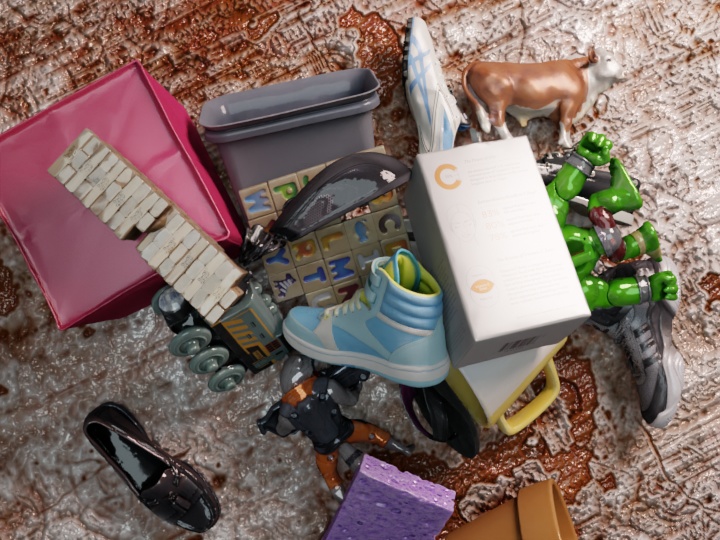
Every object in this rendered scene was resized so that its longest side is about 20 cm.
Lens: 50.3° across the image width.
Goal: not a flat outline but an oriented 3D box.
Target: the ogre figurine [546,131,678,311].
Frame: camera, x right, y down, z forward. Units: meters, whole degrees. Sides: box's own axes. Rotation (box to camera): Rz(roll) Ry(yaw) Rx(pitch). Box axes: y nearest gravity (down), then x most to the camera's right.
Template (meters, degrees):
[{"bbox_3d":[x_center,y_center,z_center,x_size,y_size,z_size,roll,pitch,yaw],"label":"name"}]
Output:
[{"bbox_3d":[0.258,-0.038,0.845,0.119,0.099,0.201,-27,119,9],"label":"ogre figurine"}]

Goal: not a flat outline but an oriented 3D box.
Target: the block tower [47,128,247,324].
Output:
[{"bbox_3d":[-0.188,-0.040,0.705,0.200,0.058,0.054,44,88,-3],"label":"block tower"}]

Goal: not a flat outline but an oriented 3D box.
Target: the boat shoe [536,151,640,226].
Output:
[{"bbox_3d":[0.238,-0.108,0.911,0.197,0.076,0.061,17,90,-14],"label":"boat shoe"}]

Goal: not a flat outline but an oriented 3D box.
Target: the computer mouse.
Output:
[{"bbox_3d":[-0.042,-0.072,0.773,0.198,0.138,0.053,-28,93,-9],"label":"computer mouse"}]

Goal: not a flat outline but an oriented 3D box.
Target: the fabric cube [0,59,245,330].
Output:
[{"bbox_3d":[-0.251,-0.071,0.829,0.194,0.199,0.202,-28,91,-3],"label":"fabric cube"}]

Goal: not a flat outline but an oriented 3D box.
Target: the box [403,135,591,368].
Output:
[{"bbox_3d":[0.132,-0.020,0.787,0.122,0.098,0.203,-11,70,-11],"label":"box"}]

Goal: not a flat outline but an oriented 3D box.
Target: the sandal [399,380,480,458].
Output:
[{"bbox_3d":[0.071,0.145,0.882,0.048,0.075,0.202,-42,111,-29],"label":"sandal"}]

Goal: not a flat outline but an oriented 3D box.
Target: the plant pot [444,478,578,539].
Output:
[{"bbox_3d":[0.178,0.351,0.854,0.138,0.200,0.203,-19,90,14],"label":"plant pot"}]

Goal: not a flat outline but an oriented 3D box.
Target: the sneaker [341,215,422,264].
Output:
[{"bbox_3d":[0.000,0.000,0.897,0.197,0.076,0.117,-5,88,-4],"label":"sneaker"}]

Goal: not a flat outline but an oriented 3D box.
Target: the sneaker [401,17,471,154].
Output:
[{"bbox_3d":[0.089,-0.197,0.903,0.071,0.072,0.203,-11,94,4],"label":"sneaker"}]

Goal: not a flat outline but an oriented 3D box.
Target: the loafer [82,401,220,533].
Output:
[{"bbox_3d":[-0.248,0.238,0.894,0.200,0.063,0.072,44,89,-1],"label":"loafer"}]

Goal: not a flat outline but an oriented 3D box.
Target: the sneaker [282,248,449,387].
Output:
[{"bbox_3d":[0.004,0.033,0.802,0.197,0.079,0.133,11,114,26],"label":"sneaker"}]

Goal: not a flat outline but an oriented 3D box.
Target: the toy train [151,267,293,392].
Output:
[{"bbox_3d":[-0.146,0.059,0.841,0.113,0.201,0.086,-30,59,-4],"label":"toy train"}]

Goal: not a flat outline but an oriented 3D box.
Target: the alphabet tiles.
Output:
[{"bbox_3d":[-0.026,-0.019,0.855,0.165,0.008,0.203,-17,109,2],"label":"alphabet tiles"}]

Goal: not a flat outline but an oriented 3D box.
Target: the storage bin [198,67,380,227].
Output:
[{"bbox_3d":[-0.070,-0.138,0.877,0.197,0.146,0.136,-12,117,-2],"label":"storage bin"}]

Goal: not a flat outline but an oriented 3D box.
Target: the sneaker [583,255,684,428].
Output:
[{"bbox_3d":[0.315,0.082,0.911,0.112,0.076,0.204,2,84,-1],"label":"sneaker"}]

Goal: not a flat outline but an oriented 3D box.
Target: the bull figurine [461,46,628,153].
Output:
[{"bbox_3d":[0.216,-0.201,0.910,0.196,0.065,0.124,-1,86,-1],"label":"bull figurine"}]

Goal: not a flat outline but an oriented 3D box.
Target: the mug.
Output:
[{"bbox_3d":[0.159,0.082,0.891,0.152,0.187,0.150,-37,58,-10],"label":"mug"}]

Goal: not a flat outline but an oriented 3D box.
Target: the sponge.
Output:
[{"bbox_3d":[0.019,0.301,0.866,0.110,0.030,0.202,21,124,-2],"label":"sponge"}]

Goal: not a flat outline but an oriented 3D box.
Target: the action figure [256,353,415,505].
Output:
[{"bbox_3d":[-0.014,0.163,0.886,0.200,0.105,0.194,-41,101,1],"label":"action figure"}]
